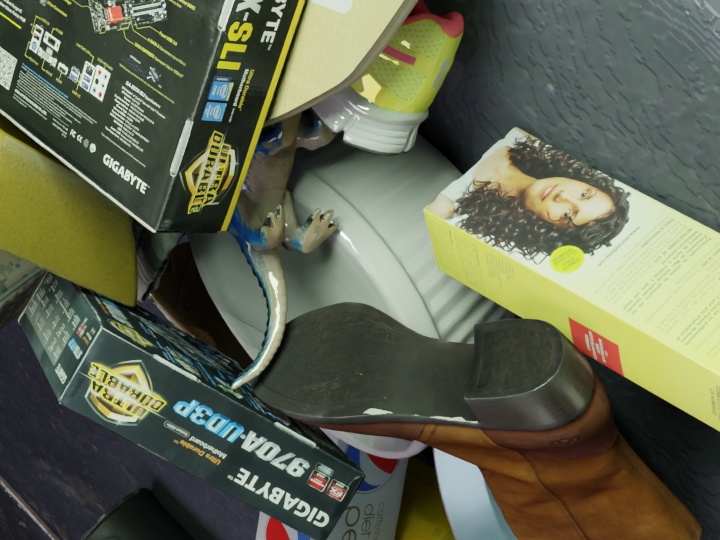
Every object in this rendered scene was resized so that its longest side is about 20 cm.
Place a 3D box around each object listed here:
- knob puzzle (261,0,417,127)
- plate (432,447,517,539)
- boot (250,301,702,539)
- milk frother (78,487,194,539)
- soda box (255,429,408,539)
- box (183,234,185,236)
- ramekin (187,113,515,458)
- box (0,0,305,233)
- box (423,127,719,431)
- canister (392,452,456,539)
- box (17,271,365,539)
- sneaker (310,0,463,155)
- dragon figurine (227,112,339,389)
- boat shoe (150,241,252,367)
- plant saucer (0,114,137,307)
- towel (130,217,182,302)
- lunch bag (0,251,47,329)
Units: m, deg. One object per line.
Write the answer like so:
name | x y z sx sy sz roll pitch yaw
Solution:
knob puzzle | -0.031 -0.164 0.957 0.219 0.030 0.220 5 98 44
plate | 0.109 0.130 1.202 0.200 0.026 0.200 34 132 47
boot | 0.061 0.091 1.071 0.188 0.069 0.200 -7 145 25
milk frother | -0.173 0.322 1.922 0.188 0.181 0.200 43 -162 13
soda box | -0.017 0.139 1.307 0.064 0.068 0.200 23 108 45
box | -0.165 -0.141 1.220 0.184 0.105 0.200 33 152 27
ramekin | 0.000 0.000 1.156 0.202 0.094 0.202 38 150 26
box | -0.116 -0.131 0.987 0.200 0.049 0.160 35 113 38
box | 0.128 0.005 0.987 0.200 0.075 0.050 30 151 33
canister | 0.040 0.188 1.391 0.200 0.087 0.149 29 149 40
box | -0.096 0.066 1.101 0.159 0.046 0.200 31 -179 -19
sneaker | -0.017 -0.156 1.010 0.200 0.078 0.090 50 126 17
dragon figurine | -0.065 -0.048 1.044 0.099 0.059 0.200 15 108 38
boat shoe | -0.073 0.063 1.409 0.200 0.074 0.066 53 172 32
plant saucer | -0.212 -0.073 1.073 0.200 0.048 0.200 39 -177 23
towel | -0.176 -0.077 1.167 0.200 0.035 0.193 44 155 5
lunch bag | -0.277 -0.022 1.471 0.139 0.200 0.168 46 155 6
